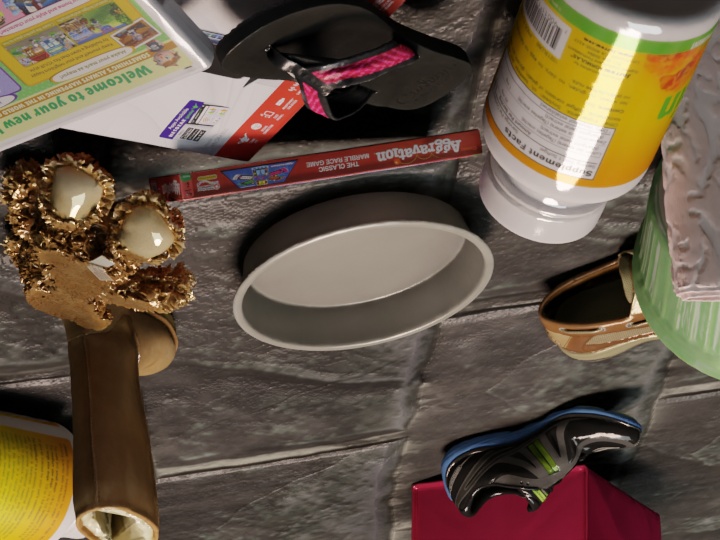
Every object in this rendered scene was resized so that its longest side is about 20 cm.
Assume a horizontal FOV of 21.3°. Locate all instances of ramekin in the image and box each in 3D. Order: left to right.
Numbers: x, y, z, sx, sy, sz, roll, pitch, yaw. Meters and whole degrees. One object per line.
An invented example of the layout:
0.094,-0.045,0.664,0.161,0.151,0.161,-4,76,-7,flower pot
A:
0.293,-0.025,1.351,0.200,0.200,0.098,-11,146,-1,ramekin

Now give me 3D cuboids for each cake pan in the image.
0.000,0.000,1.444,0.200,0.037,0.200,-9,153,-5,cake pan

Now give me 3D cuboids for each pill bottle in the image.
-0.303,0.168,1.564,0.109,0.109,0.200,-32,146,34,pill bottle
0.138,-0.112,1.167,0.111,0.111,0.200,-2,139,-19,pill bottle

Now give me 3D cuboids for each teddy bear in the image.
-0.175,-0.025,1.267,0.145,0.067,0.200,16,156,4,teddy bear

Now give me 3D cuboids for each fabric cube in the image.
0.178,0.322,1.919,0.196,0.200,0.199,-8,157,26,fabric cube

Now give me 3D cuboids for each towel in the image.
0.272,-0.080,1.238,0.191,0.200,0.032,1,169,-27,towel

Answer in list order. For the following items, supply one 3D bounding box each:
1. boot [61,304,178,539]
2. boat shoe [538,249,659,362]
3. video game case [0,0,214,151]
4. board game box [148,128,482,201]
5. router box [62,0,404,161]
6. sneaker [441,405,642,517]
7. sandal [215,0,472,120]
-0.175,0.111,1.406,0.066,0.200,0.175,-19,152,13,boot
0.234,0.016,1.533,0.200,0.076,0.074,-26,147,24,boat shoe
-0.211,-0.140,1.036,0.200,0.022,0.182,-18,137,26,video game case
-0.031,-0.068,1.252,0.200,0.019,0.103,-10,-175,-16,board game box
-0.095,-0.147,1.113,0.179,0.049,0.200,8,147,-34,router box
0.176,0.185,1.819,0.199,0.083,0.071,-20,152,14,sneaker
0.001,-0.115,1.105,0.075,0.045,0.200,-34,155,32,sandal
